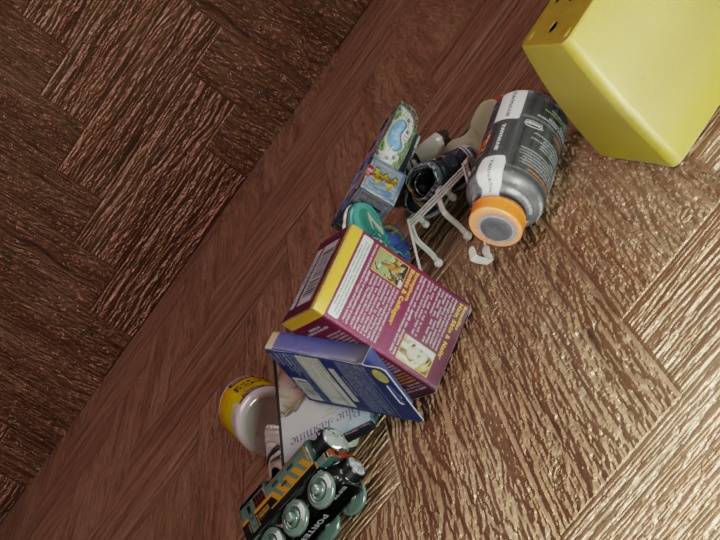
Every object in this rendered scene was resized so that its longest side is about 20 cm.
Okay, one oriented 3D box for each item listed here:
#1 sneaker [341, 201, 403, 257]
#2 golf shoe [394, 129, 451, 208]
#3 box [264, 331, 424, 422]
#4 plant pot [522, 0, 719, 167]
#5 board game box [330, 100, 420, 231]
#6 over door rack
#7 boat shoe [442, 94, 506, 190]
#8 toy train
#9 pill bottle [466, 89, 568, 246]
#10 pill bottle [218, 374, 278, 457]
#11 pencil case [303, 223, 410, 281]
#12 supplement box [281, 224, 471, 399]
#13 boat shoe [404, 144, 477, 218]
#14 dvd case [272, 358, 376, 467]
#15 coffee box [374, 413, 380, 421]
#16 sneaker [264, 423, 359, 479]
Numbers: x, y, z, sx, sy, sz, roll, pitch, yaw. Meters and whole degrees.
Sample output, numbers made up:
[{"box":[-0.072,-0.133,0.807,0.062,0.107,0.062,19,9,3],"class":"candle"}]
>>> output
[{"box":[0.036,-0.012,1.636,0.077,0.203,0.080,-12,-18,-34],"class":"sneaker"},{"box":[0.080,-0.158,1.862,0.200,0.093,0.079,-46,60,48],"class":"golf shoe"},{"box":[-0.015,0.133,1.431,0.198,0.122,0.033,7,56,40],"class":"box"},{"box":[0.303,-0.258,1.279,0.201,0.175,0.200,-55,16,0],"class":"plant pot"},{"box":[0.034,-0.149,1.737,0.202,0.061,0.200,-63,7,-5],"class":"board game box"},{"box":[0.130,-0.040,1.583,0.148,0.066,0.202,-46,31,37],"class":"over door rack"},{"box":[0.183,-0.192,1.709,0.062,0.072,0.201,-22,-21,-33],"class":"boat shoe"},{"box":[-0.074,0.291,1.439,0.201,0.085,0.115,-50,46,20],"class":"toy train"},{"box":[0.197,-0.128,1.465,0.106,0.106,0.202,-35,26,51],"class":"pill bottle"},{"box":[-0.167,0.229,1.835,0.110,0.109,0.200,-58,16,-8],"class":"pill bottle"},{"box":[0.000,0.000,1.719,0.086,0.079,0.199,-12,16,43],"class":"pencil case"},{"box":[0.022,0.057,1.450,0.103,0.199,0.132,-28,31,59],"class":"supplement box"},{"box":[0.097,-0.127,1.734,0.090,0.072,0.200,-21,-11,-31],"class":"boat shoe"},{"box":[-0.053,0.163,1.546,0.141,0.018,0.202,-28,41,16],"class":"dvd case"},{"box":[-0.003,0.154,1.618,0.124,0.044,0.200,-59,16,-10],"class":"coffee box"},{"box":[-0.065,0.259,1.586,0.199,0.075,0.089,-12,74,56],"class":"sneaker"}]
